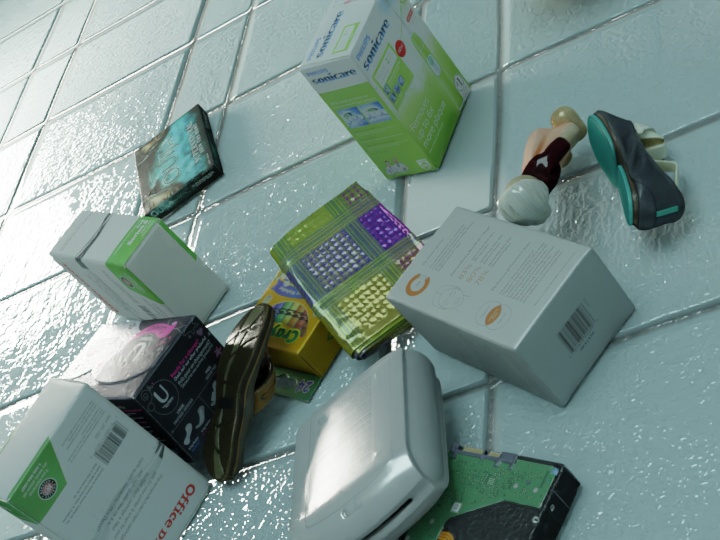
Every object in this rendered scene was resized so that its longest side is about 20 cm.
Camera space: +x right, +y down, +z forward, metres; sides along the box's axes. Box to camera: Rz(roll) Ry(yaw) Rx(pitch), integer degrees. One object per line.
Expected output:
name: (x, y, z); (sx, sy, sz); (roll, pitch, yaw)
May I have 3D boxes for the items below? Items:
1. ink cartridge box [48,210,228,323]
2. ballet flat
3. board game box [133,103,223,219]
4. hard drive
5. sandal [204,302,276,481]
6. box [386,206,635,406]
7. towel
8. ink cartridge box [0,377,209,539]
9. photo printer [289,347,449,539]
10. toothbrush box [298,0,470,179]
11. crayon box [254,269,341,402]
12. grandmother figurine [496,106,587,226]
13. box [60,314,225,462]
ink cartridge box: (-0.295, -0.001, 1.636); (0.200, 0.146, 0.084); (9, 59, 48)
ballet flat: (0.283, -0.105, 1.256); (0.073, 0.073, 0.200); (-32, 30, 15)
board game box: (-0.282, -0.165, 1.903); (0.135, 0.028, 0.200); (-35, 35, 9)
hard drive: (0.092, 0.251, 1.079); (0.140, 0.038, 0.200); (3, 55, 46)
sandal: (-0.123, 0.136, 1.376); (0.082, 0.055, 0.200); (-3, 76, 57)
box: (0.143, 0.030, 1.212); (0.124, 0.097, 0.200); (-51, 36, -12)
towel: (0.000, 0.000, 1.379); (0.144, 0.023, 0.200); (-37, 55, -8)
ink cartridge box: (-0.281, 0.232, 1.329); (0.084, 0.200, 0.146); (1, 52, 49)
photo printer: (0.007, 0.184, 1.168); (0.166, 0.069, 0.200); (-41, 23, 21)
toothbrush box: (0.034, -0.233, 1.513); (0.086, 0.200, 0.146); (-8, 46, 40)
crayon box: (-0.062, 0.048, 1.437); (0.126, 0.052, 0.200); (7, 58, 48)
grandmother figurine: (0.183, -0.098, 1.278); (0.200, 0.060, 0.121); (-51, -18, -58)
box: (-0.252, 0.137, 1.452); (0.200, 0.115, 0.132); (-6, 42, 46)
